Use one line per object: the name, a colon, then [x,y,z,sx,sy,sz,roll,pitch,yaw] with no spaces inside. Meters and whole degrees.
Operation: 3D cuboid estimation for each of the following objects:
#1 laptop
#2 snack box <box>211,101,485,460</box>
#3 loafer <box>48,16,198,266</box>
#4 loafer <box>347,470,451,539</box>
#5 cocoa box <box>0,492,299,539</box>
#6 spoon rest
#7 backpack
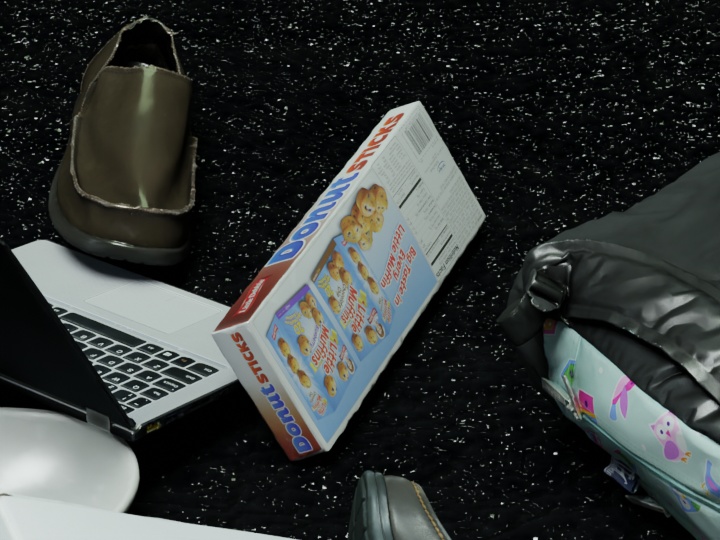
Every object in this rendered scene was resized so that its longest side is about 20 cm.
laptop: [-0.149,-0.011,0.950,0.187,0.116,0.200,19,28,34]
snack box: [0.000,0.000,0.992,0.024,0.072,0.200,-16,24,35]
loafer: [-0.121,-0.072,1.103,0.073,0.071,0.200,8,30,-15]
loafer: [0.041,0.151,0.773,0.072,0.073,0.200,-4,42,-14]
cocoa box: [-0.050,0.182,0.635,0.133,0.131,0.200,14,22,-33]
spoon rest: [-0.192,0.089,0.894,0.199,0.061,0.099,-1,32,7]
backpack: [0.172,0.044,0.855,0.167,0.127,0.200,-33,39,-10]
